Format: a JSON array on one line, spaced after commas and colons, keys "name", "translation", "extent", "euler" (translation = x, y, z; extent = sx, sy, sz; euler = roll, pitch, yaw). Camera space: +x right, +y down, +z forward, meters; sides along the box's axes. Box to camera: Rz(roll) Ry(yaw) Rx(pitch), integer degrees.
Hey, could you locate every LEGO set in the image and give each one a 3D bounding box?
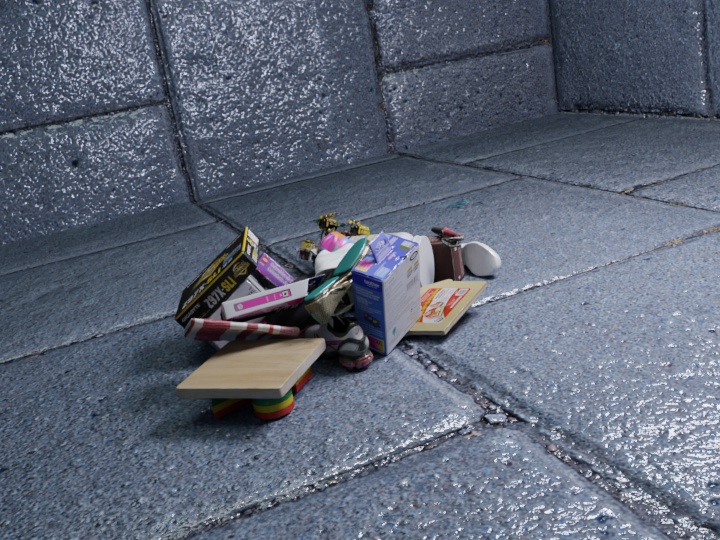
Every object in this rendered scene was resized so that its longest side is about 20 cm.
[{"name": "LEGO set", "translation": [-0.079, -0.073, 2.103], "extent": [0.114, 0.157, 0.198], "euler": [12, 9, -43]}]

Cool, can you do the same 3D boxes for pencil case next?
[{"name": "pencil case", "translation": [0.000, 0.000, 1.713], "extent": [0.198, 0.090, 0.088], "euler": [34, 37, 25]}]

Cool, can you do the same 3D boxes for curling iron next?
[{"name": "curling iron", "translation": [0.185, -0.080, 1.835], "extent": [0.048, 0.026, 0.200], "euler": [-8, 14, -6]}]

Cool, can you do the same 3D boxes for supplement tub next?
[{"name": "supplement tub", "translation": [0.052, -0.007, 1.818], "extent": [0.196, 0.148, 0.145], "euler": [-4, 17, 22]}]

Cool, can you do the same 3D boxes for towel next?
[{"name": "towel", "translation": [-0.222, 0.116, 1.527], "extent": [0.195, 0.023, 0.144], "euler": [7, -15, -17]}]

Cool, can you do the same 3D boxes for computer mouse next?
[{"name": "computer mouse", "translation": [-0.104, 0.045, 1.627], "extent": [0.199, 0.053, 0.138], "euler": [-38, 70, -25]}]

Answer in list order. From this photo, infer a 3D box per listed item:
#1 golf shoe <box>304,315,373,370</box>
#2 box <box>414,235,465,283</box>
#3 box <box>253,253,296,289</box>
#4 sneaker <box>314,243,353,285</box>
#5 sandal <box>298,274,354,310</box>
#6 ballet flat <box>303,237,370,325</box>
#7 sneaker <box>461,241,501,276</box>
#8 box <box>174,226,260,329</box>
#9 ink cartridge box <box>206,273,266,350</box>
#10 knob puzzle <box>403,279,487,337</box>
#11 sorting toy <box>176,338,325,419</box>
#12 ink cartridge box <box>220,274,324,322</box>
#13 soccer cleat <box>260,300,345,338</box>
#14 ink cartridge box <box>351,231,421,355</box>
[{"name": "golf shoe", "translation": [-0.046, 0.118, 1.551], "extent": [0.072, 0.094, 0.198], "euler": [-23, 18, -31]}, {"name": "box", "translation": [0.134, -0.022, 1.902], "extent": [0.196, 0.103, 0.075], "euler": [-1, 18, 28]}, {"name": "box", "translation": [-0.187, 0.021, 1.827], "extent": [0.039, 0.136, 0.200], "euler": [-51, 13, -10]}, {"name": "sneaker", "translation": [0.004, -0.021, 1.628], "extent": [0.195, 0.071, 0.081], "euler": [-5, 44, -6]}, {"name": "sandal", "translation": [-0.041, 0.046, 1.760], "extent": [0.196, 0.075, 0.046], "euler": [19, 69, 22]}, {"name": "ballet flat", "translation": [-0.029, 0.027, 1.527], "extent": [0.067, 0.076, 0.200], "euler": [-16, 26, 48]}, {"name": "sneaker", "translation": [0.278, -0.035, 1.927], "extent": [0.087, 0.077, 0.199], "euler": [-4, 11, -27]}, {"name": "box", "translation": [-0.287, 0.017, 1.680], "extent": [0.200, 0.049, 0.160], "euler": [-43, 20, 11]}, {"name": "ink cartridge box", "translation": [-0.263, 0.075, 1.717], "extent": [0.145, 0.084, 0.200], "euler": [-46, 17, -1]}, {"name": "knob puzzle", "translation": [0.135, 0.081, 1.658], "extent": [0.215, 0.031, 0.221], "euler": [-20, 22, 8]}, {"name": "sorting toy", "translation": [-0.179, 0.190, 1.427], "extent": [0.196, 0.071, 0.199], "euler": [-3, 18, 22]}, {"name": "ink cartridge box", "translation": [-0.160, 0.056, 1.526], "extent": [0.196, 0.038, 0.095], "euler": [-18, -9, -15]}, {"name": "soccer cleat", "translation": [-0.124, 0.105, 1.715], "extent": [0.196, 0.071, 0.086], "euler": [-14, -3, -12]}, {"name": "ink cartridge box", "translation": [0.050, 0.030, 1.533], "extent": [0.075, 0.204, 0.136], "euler": [18, 41, 27]}]
